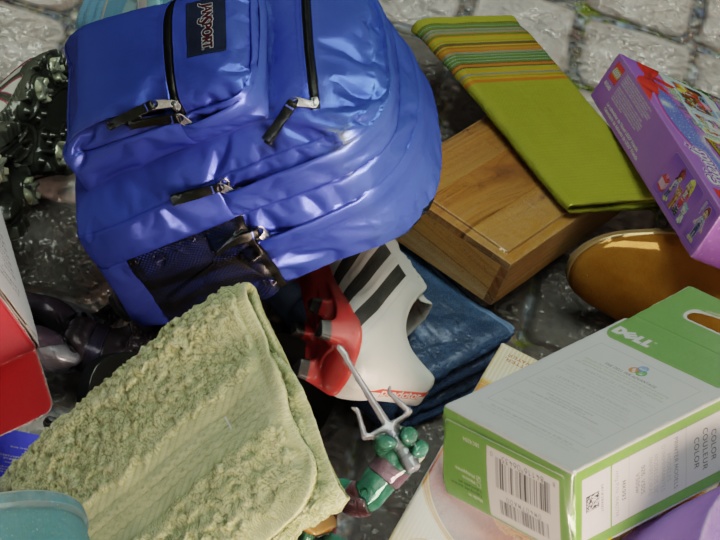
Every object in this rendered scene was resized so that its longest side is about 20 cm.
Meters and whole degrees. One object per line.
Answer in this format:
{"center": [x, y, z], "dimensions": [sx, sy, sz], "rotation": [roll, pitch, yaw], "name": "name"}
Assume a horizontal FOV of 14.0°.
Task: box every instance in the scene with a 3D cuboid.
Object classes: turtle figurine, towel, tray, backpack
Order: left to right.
{"center": [-0.103, 0.112, 1.523], "dimensions": [0.036, 0.200, 0.149], "rotation": [16, 40, -53], "name": "towel"}
{"center": [-0.061, -0.078, 1.657], "dimensions": [0.199, 0.168, 0.163], "rotation": [-15, 52, 12], "name": "backpack"}
{"center": [-0.033, 0.123, 1.587], "dimensions": [0.149, 0.101, 0.200], "rotation": [-5, 41, -24], "name": "turtle figurine"}
{"center": [-0.005, 0.008, 1.804], "dimensions": [0.111, 0.049, 0.200], "rotation": [-24, 59, -34], "name": "towel"}
{"center": [0.094, -0.049, 1.867], "dimensions": [0.099, 0.037, 0.200], "rotation": [35, 31, 15], "name": "tray"}
{"center": [0.114, -0.102, 1.915], "dimensions": [0.086, 0.018, 0.200], "rotation": [-6, 43, -34], "name": "towel"}

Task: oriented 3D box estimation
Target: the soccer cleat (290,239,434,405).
{"center": [0.000, 0.000, 1.741], "dimensions": [0.085, 0.069, 0.200], "rotation": [17, 41, -22], "name": "soccer cleat"}

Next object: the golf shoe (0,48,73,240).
{"center": [-0.226, -0.078, 1.789], "dimensions": [0.088, 0.077, 0.200], "rotation": [-8, 21, 19], "name": "golf shoe"}

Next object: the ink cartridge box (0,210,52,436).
{"center": [-0.286, 0.031, 1.595], "dimensions": [0.199, 0.084, 0.176], "rotation": [-25, 53, 3], "name": "ink cartridge box"}

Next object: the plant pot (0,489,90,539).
{"center": [-0.194, 0.236, 1.429], "dimensions": [0.199, 0.200, 0.188], "rotation": [-13, 67, -29], "name": "plant pot"}

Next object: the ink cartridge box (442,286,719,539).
{"center": [0.153, 0.083, 1.648], "dimensions": [0.200, 0.060, 0.104], "rotation": [-24, 34, -35], "name": "ink cartridge box"}

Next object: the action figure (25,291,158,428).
{"center": [-0.169, 0.042, 1.706], "dimensions": [0.199, 0.070, 0.130], "rotation": [22, 37, -3], "name": "action figure"}

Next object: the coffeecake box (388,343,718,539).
{"center": [0.103, 0.158, 1.680], "dimensions": [0.153, 0.073, 0.200], "rotation": [27, 45, 6], "name": "coffeecake box"}

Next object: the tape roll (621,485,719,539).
{"center": [0.227, 0.215, 1.604], "dimensions": [0.200, 0.085, 0.201], "rotation": [21, 55, -32], "name": "tape roll"}

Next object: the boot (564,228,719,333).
{"center": [0.229, 0.052, 1.821], "dimensions": [0.200, 0.071, 0.144], "rotation": [13, 38, -16], "name": "boot"}

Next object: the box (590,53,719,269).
{"center": [0.241, -0.055, 1.893], "dimensions": [0.137, 0.039, 0.200], "rotation": [21, 25, -28], "name": "box"}

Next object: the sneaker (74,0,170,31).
{"center": [-0.137, -0.109, 1.856], "dimensions": [0.079, 0.130, 0.201], "rotation": [16, 75, -28], "name": "sneaker"}

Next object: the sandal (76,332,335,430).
{"center": [-0.075, 0.074, 1.671], "dimensions": [0.200, 0.045, 0.075], "rotation": [-2, 84, -49], "name": "sandal"}

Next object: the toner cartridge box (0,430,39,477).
{"center": [-0.175, 0.141, 1.621], "dimensions": [0.199, 0.043, 0.095], "rotation": [12, 47, -8], "name": "toner cartridge box"}
